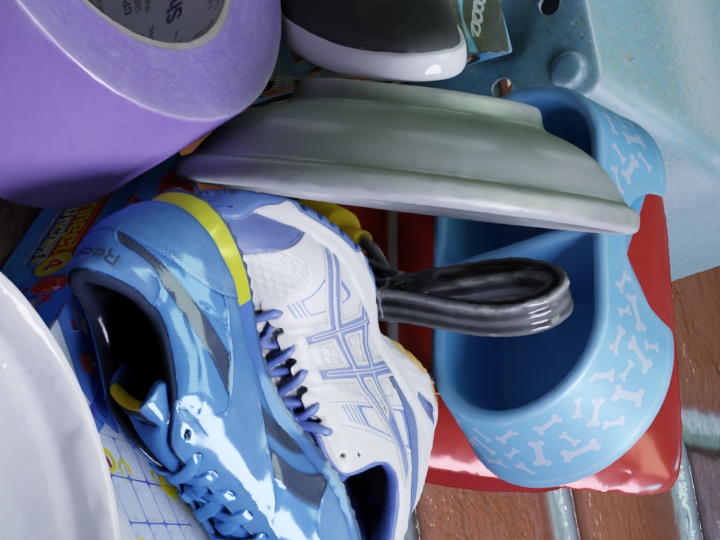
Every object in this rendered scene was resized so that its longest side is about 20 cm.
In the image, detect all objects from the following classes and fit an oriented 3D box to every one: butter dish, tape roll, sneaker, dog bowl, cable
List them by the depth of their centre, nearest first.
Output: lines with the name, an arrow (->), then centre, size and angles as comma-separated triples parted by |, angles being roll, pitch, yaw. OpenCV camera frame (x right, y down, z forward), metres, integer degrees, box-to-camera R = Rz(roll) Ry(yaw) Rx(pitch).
sneaker -> -0.063, 0.070, 0.968 | 0.078, 0.066, 0.201 | -39, 112, -49
tape roll -> -0.128, -0.133, 0.991 | 0.200, 0.085, 0.201 | 35, 40, -35
sneaker -> -0.022, 0.048, 1.038 | 0.200, 0.075, 0.089 | 50, 36, -40
sneaker -> -0.006, -0.156, 1.048 | 0.200, 0.070, 0.100 | -125, -146, -54
cable -> 0.000, 0.000, 1.109 | 0.097, 0.199, 0.051 | -27, 113, -39
dog bowl -> 0.084, 0.000, 1.131 | 0.050, 0.111, 0.201 | 40, 42, -43
butter dish -> 0.052, 0.040, 1.257 | 0.198, 0.148, 0.201 | 9, 57, -14

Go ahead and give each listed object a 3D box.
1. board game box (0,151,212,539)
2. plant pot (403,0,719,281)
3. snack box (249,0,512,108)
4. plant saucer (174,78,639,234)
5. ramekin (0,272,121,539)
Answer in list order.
board game box -> -0.090, 0.080, 1.035 | 0.201, 0.056, 0.196 | 62, 29, -25
plant pot -> 0.116, -0.105, 1.374 | 0.200, 0.195, 0.197 | 24, 52, -56
snack box -> -0.015, -0.110, 1.215 | 0.200, 0.116, 0.037 | -11, 88, -64
plant saucer -> 0.022, -0.050, 1.034 | 0.200, 0.199, 0.051 | 5, 92, -63
ramekin -> -0.176, 0.093, 0.803 | 0.200, 0.104, 0.201 | 40, 42, -49
